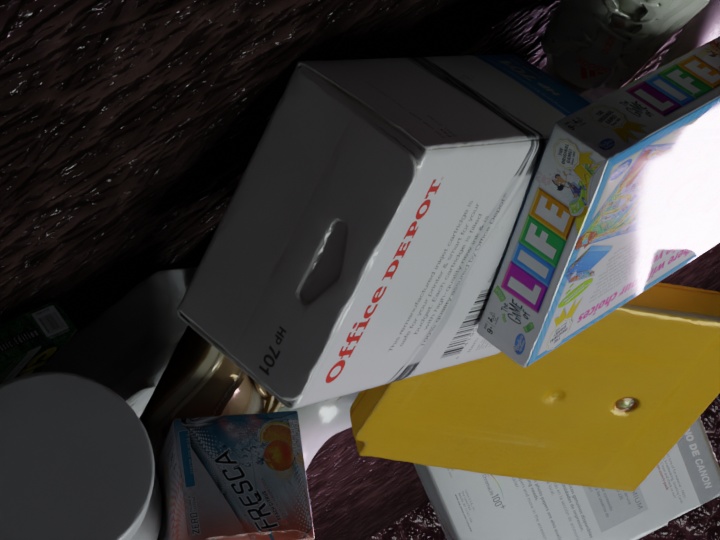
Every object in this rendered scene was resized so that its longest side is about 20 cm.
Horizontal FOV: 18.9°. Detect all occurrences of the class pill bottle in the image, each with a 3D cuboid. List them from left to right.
[{"bbox_3d":[-0.160,0.128,1.085,0.116,0.116,0.200,-31,166,-23],"label":"pill bottle"}]

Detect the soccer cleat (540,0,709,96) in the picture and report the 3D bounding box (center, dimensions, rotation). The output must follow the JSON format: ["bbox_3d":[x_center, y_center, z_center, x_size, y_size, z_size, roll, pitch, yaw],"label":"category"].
[{"bbox_3d":[0.132,-0.132,1.108,0.078,0.069,0.200,-53,175,-8],"label":"soccer cleat"}]

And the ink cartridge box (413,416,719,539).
[{"bbox_3d":[0.115,0.087,1.388,0.176,0.200,0.084,-25,-160,-5],"label":"ink cartridge box"}]

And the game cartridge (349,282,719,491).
[{"bbox_3d":[0.111,0.061,1.265,0.200,0.032,0.176,11,138,-21],"label":"game cartridge"}]

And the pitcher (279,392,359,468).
[{"bbox_3d":[-0.102,0.137,1.496,0.200,0.121,0.172,-44,-172,-17],"label":"pitcher"}]

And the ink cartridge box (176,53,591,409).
[{"bbox_3d":[0.024,-0.025,1.058,0.200,0.086,0.146,-8,132,-56],"label":"ink cartridge box"}]

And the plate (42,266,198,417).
[{"bbox_3d":[-0.142,0.068,1.241,0.200,0.032,0.200,-39,169,15],"label":"plate"}]

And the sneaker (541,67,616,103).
[{"bbox_3d":[0.088,-0.046,1.304,0.082,0.074,0.200,-56,-175,-39],"label":"sneaker"}]

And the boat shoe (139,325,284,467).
[{"bbox_3d":[-0.073,0.070,1.138,0.074,0.069,0.200,-64,-175,-22],"label":"boat shoe"}]

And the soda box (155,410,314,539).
[{"bbox_3d":[-0.075,0.136,1.111,0.064,0.068,0.200,-3,158,-14],"label":"soda box"}]

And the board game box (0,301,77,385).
[{"bbox_3d":[-0.228,0.091,1.082,0.105,0.023,0.200,-22,162,-50],"label":"board game box"}]

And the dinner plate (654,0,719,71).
[{"bbox_3d":[0.164,-0.085,1.208,0.200,0.024,0.200,-56,175,-8],"label":"dinner plate"}]

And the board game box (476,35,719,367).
[{"bbox_3d":[0.149,-0.044,1.113,0.200,0.034,0.134,-28,146,-44],"label":"board game box"}]
